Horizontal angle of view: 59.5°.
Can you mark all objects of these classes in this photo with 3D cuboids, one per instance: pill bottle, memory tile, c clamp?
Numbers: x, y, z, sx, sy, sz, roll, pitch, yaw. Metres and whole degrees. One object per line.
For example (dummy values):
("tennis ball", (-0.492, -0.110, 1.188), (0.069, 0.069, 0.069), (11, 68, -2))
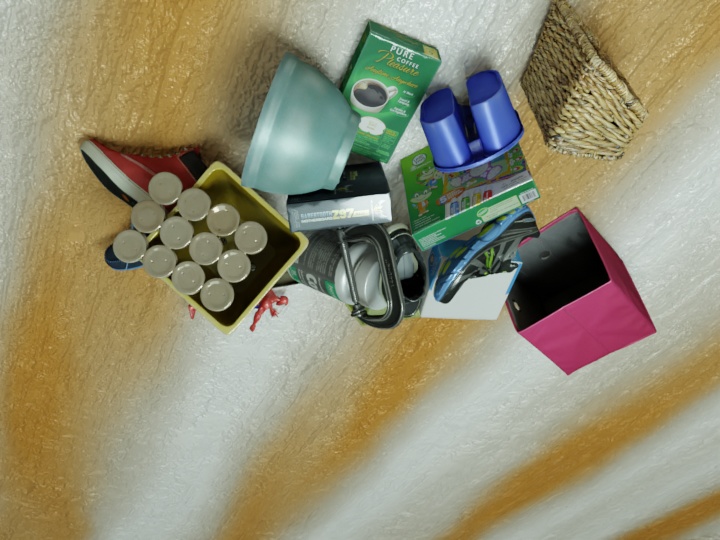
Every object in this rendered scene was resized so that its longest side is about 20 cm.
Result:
("pill bottle", (-0.031, -0.006, 1.120), (0.199, 0.113, 0.113), (21, 152, 40))
("memory tile", (-0.254, -0.044, 0.949), (0.199, 0.017, 0.154), (30, 86, -2))
("c clamp", (0.000, 0.000, 1.002), (0.027, 0.202, 0.170), (-16, 180, -45))

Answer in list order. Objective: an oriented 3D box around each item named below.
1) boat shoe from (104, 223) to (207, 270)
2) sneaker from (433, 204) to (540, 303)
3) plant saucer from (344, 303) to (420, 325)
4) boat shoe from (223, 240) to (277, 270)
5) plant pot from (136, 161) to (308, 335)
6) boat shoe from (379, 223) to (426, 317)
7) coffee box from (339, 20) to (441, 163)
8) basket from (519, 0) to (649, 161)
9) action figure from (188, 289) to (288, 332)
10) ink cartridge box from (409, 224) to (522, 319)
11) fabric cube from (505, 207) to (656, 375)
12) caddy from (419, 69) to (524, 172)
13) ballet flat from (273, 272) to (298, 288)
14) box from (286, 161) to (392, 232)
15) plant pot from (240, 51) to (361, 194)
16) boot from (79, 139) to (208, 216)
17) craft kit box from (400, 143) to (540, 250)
("boat shoe", (-0.377, -0.067, 1.134), (0.199, 0.085, 0.069), (-26, 152, 2))
("sneaker", (0.193, -0.016, 0.957), (0.199, 0.071, 0.083), (-41, 101, -2))
("plant saucer", (0.079, 0.053, 1.261), (0.197, 0.048, 0.200), (-10, 162, 7))
("boat shoe", (-0.233, -0.025, 1.196), (0.200, 0.063, 0.074), (-28, 89, 7))
("plant pot", (-0.219, -0.031, 1.059), (0.194, 0.200, 0.196), (41, 85, -2))
("boat shoe", (0.075, 0.019, 1.015), (0.074, 0.066, 0.201), (-19, 135, -15))
("coffee box", (0.028, -0.270, 0.979), (0.122, 0.044, 0.201), (15, 132, -16))
("basket", (0.332, -0.271, 0.889), (0.141, 0.201, 0.150), (6, 134, -9))
("action figure", (-0.243, 0.087, 1.301), (0.198, 0.066, 0.100), (-6, 127, 3))
("ink cartridge box", (0.173, -0.037, 1.112), (0.143, 0.201, 0.148), (3, 135, -10))
("fabric cube", (0.408, 0.045, 1.215), (0.199, 0.197, 0.199), (-34, 130, 26))
("caddy", (0.167, -0.216, 0.945), (0.140, 0.201, 0.106), (-19, 117, 17))
("ballet flat", (-0.158, 0.012, 1.244), (0.198, 0.047, 0.068), (-8, 136, 3))
("box", (-0.035, -0.122, 1.009), (0.156, 0.200, 0.052), (-6, 114, 0))
("plant pot", (-0.079, -0.195, 0.919), (0.133, 0.201, 0.201), (20, 131, -8))
("boot", (-0.346, -0.176, 1.034), (0.199, 0.145, 0.073), (37, 156, 9))
("craft kit box", (0.166, -0.149, 1.003), (0.199, 0.199, 0.049), (-25, 129, 19))
